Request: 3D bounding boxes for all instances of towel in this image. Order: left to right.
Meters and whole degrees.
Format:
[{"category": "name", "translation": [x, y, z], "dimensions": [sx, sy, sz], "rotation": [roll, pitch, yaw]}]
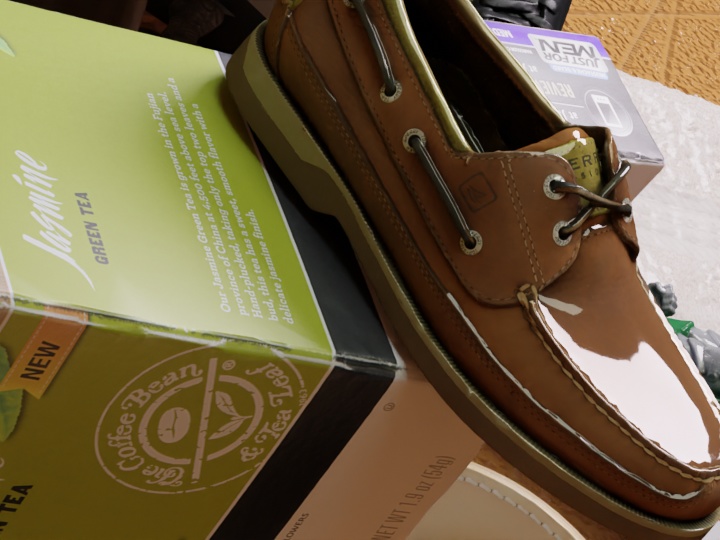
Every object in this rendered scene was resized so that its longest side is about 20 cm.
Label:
[{"category": "towel", "translation": [0.144, -0.020, 1.304], "dimensions": [0.200, 0.034, 0.133], "rotation": [15, 59, -34]}]

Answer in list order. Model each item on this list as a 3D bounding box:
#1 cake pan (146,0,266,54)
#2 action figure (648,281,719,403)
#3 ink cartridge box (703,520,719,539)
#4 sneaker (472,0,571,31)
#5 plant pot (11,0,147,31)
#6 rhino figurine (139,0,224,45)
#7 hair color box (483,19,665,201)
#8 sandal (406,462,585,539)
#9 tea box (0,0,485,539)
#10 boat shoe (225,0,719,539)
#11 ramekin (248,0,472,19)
[{"category": "cake pan", "translation": [-0.055, -0.124, 1.191], "dimensions": [0.200, 0.037, 0.200], "rotation": [31, -9, 5]}, {"category": "action figure", "translation": [0.107, 0.031, 1.171], "dimensions": [0.200, 0.055, 0.118], "rotation": [14, 7, 17]}, {"category": "ink cartridge box", "translation": [0.167, 0.139, 1.126], "dimensions": [0.116, 0.068, 0.200], "rotation": [46, 33, 17]}, {"category": "sneaker", "translation": [0.063, -0.127, 1.354], "dimensions": [0.076, 0.088, 0.200], "rotation": [26, 34, -16]}, {"category": "plant pot", "translation": [-0.197, -0.119, 1.030], "dimensions": [0.174, 0.201, 0.200], "rotation": [33, 28, 27]}, {"category": "rhino figurine", "translation": [-0.087, -0.067, 1.160], "dimensions": [0.200, 0.060, 0.088], "rotation": [27, 51, -16]}, {"category": "hair color box", "translation": [0.000, 0.000, 1.022], "dimensions": [0.109, 0.200, 0.065], "rotation": [4, 50, -40]}, {"category": "sandal", "translation": [0.064, 0.147, 1.012], "dimensions": [0.212, 0.078, 0.070], "rotation": [43, 26, 1]}, {"category": "tea box", "translation": [-0.096, 0.041, 0.882], "dimensions": [0.196, 0.200, 0.134], "rotation": [11, 40, -33]}, {"category": "boat shoe", "translation": [0.042, -0.013, 0.830], "dimensions": [0.200, 0.068, 0.072], "rotation": [48, 30, 13]}, {"category": "ramekin", "translation": [-0.017, -0.166, 1.003], "dimensions": [0.098, 0.200, 0.200], "rotation": [-38, 76, -11]}]
